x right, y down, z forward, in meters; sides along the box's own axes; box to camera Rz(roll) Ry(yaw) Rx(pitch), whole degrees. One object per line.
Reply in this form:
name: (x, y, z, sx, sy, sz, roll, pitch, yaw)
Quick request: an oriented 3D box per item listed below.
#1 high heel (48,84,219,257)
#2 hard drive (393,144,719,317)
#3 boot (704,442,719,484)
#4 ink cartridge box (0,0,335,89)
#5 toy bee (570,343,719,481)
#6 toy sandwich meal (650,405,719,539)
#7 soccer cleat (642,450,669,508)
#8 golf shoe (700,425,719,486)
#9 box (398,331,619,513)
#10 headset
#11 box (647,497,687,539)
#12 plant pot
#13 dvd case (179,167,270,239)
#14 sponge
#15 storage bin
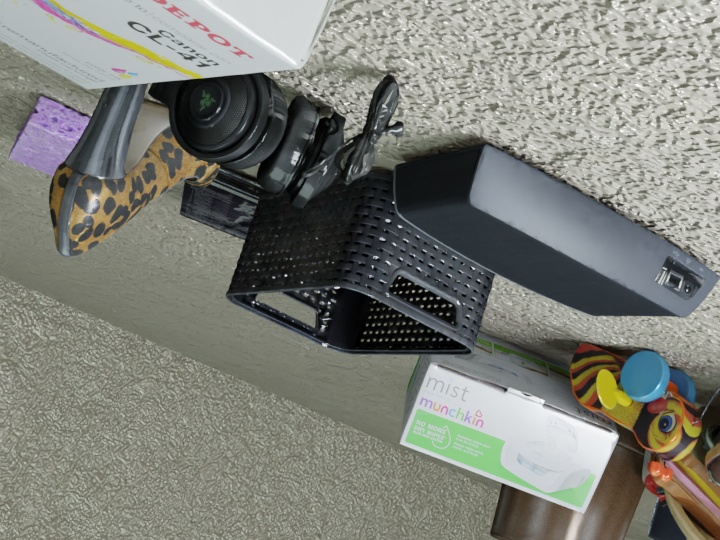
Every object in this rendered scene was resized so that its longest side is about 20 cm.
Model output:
high heel: (-0.167, -0.057, 0.886, 0.071, 0.144, 0.200, 17, 168, 15)
hard drive: (0.125, -0.019, 0.797, 0.199, 0.043, 0.135, 26, 168, -23)
boot: (0.370, 0.217, 0.979, 0.072, 0.168, 0.199, 17, 159, -36)
ink cartridge box: (-0.118, -0.151, 0.515, 0.147, 0.086, 0.199, 29, 167, -36)
toy bee: (0.264, 0.130, 1.087, 0.130, 0.110, 0.200, 26, 168, -18)
toy sandwich meal: (0.384, 0.223, 1.186, 0.204, 0.206, 0.071, 23, 125, -10)
soccer cleat: (0.413, 0.212, 1.321, 0.198, 0.086, 0.069, -8, 142, 16)
golf shoe: (0.419, 0.182, 1.131, 0.198, 0.078, 0.088, 12, 148, -31)
box: (0.151, 0.141, 1.229, 0.198, 0.097, 0.177, 21, -165, -1)
headset: (-0.051, -0.097, 0.741, 0.123, 0.095, 0.200, 25, -176, -39)
box: (0.561, 0.396, 1.802, 0.199, 0.105, 0.148, 12, 166, 40)
plant pot: (0.257, 0.252, 1.435, 0.199, 0.200, 0.200, 19, 168, 4)
dvd case: (-0.096, -0.051, 1.114, 0.148, 0.016, 0.200, 22, 169, -6)
sponge: (-0.264, -0.109, 1.113, 0.111, 0.030, 0.200, 25, 168, -18)
storage bin: (0.000, 0.000, 0.946, 0.135, 0.095, 0.199, 28, 161, -30)
